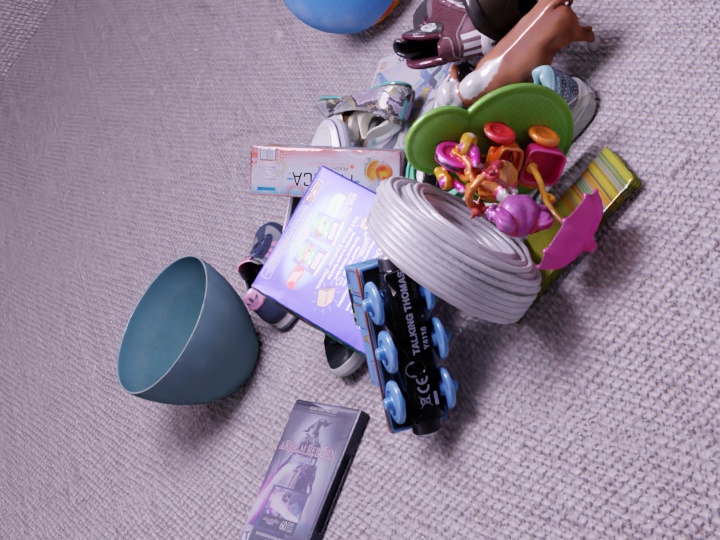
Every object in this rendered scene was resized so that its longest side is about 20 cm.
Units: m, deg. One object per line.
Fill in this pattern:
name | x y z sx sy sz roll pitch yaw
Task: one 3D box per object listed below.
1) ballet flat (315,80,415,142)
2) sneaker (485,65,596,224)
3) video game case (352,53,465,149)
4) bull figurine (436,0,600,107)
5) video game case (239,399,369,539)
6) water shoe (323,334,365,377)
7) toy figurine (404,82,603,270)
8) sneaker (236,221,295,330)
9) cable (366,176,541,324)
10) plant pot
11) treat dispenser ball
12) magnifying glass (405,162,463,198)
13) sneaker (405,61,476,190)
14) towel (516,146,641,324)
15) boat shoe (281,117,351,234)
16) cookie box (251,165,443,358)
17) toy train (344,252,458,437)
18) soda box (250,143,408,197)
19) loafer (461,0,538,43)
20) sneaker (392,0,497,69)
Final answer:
ballet flat | -0.001 -0.206 1.835 0.199 0.072 0.073 -1 62 56
sneaker | 0.172 -0.143 1.549 0.201 0.086 0.078 -55 31 7
video game case | 0.058 -0.212 1.835 0.181 0.022 0.202 -9 57 52
bull figurine | 0.178 -0.232 1.572 0.200 0.121 0.066 -40 64 25
video game case | -0.071 0.253 1.628 0.142 0.019 0.202 1 66 55
water shoe | -0.032 0.038 1.695 0.071 0.079 0.202 -33 40 36
toy figurine | 0.164 -0.081 1.405 0.185 0.198 0.151 -116 37 -47
sneaker | -0.131 -0.010 1.875 0.070 0.082 0.201 -46 33 21
cable | 0.094 -0.023 1.419 0.070 0.199 0.200 -57 22 15
plant pot | -0.215 0.099 1.853 0.200 0.134 0.202 -36 38 34
treat dispenser ball | -0.028 -0.442 1.981 0.200 0.200 0.202 -35 38 34
magnifying glass | 0.066 -0.063 1.545 0.079 0.022 0.201 23 79 28
sneaker | 0.098 -0.165 1.691 0.079 0.074 0.202 -5 60 59
towel | 0.215 -0.038 1.468 0.200 0.018 0.086 -50 26 16
boat shoe | -0.061 -0.103 1.813 0.073 0.066 0.203 8 90 52
cookie box | 0.000 0.000 1.606 0.199 0.075 0.172 29 87 30
toy train | 0.044 0.075 1.469 0.114 0.086 0.202 -166 62 -74
soda box | -0.037 -0.124 1.737 0.198 0.068 0.064 4 99 16
loafer | 0.181 -0.299 1.604 0.071 0.200 0.074 -26 83 21
sneaker | 0.081 -0.298 1.728 0.114 0.077 0.200 -18 20 -18
